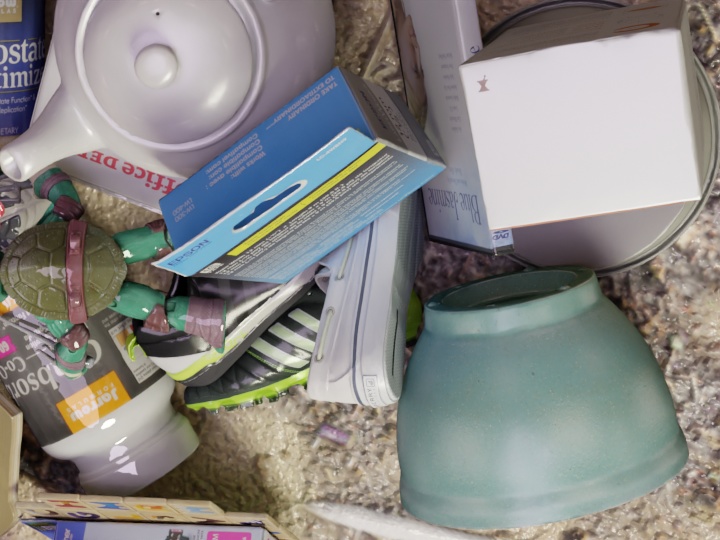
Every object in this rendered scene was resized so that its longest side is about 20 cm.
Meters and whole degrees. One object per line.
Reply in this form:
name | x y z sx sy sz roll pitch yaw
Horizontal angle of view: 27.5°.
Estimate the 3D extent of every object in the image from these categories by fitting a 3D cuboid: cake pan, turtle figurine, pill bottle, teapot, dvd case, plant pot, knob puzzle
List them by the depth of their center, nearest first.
teapot | -0.108 -0.144 0.927 0.196 0.146 0.202 13 108 2
dvd case | 0.057 -0.113 0.984 0.017 0.143 0.202 -12 98 -14
plant pot | 0.112 0.074 0.996 0.199 0.200 0.135 -9 99 15
turtle figurine | -0.190 0.004 1.001 0.198 0.101 0.151 1 98 -5
cake pan | 0.150 -0.088 1.026 0.198 0.037 0.202 3 105 12
pill bottle | -0.284 -0.180 1.066 0.111 0.112 0.202 8 107 11
pill bottle | -0.211 0.069 1.113 0.116 0.116 0.201 -28 97 19
knob puzzle | -0.325 0.133 1.176 0.219 0.030 0.221 21 123 37

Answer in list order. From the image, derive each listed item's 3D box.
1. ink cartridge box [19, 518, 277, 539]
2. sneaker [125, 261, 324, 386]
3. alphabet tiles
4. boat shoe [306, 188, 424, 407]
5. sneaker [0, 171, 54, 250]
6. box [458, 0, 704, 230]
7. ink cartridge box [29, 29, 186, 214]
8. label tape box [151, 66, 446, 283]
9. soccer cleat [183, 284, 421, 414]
ink cartridge box | -0.154 0.225 1.142 0.198 0.119 0.042 2 68 15
sneaker | -0.091 -0.002 1.060 0.083 0.072 0.200 38 94 -29
alphabet tiles | -0.152 0.194 1.121 0.198 0.167 0.006 1 69 13
boat shoe | 0.000 0.000 1.014 0.066 0.201 0.074 -3 141 16
sneaker | -0.304 -0.042 1.128 0.199 0.080 0.078 -5 111 34
box | 0.142 -0.101 0.898 0.123 0.200 0.098 -8 102 16
ink cartridge box | -0.140 -0.154 1.052 0.147 0.086 0.201 21 109 4
label tape box | -0.043 -0.057 0.907 0.143 0.200 0.066 -35 76 14
soccer cleat | -0.049 0.048 1.102 0.199 0.067 0.082 -23 82 16
